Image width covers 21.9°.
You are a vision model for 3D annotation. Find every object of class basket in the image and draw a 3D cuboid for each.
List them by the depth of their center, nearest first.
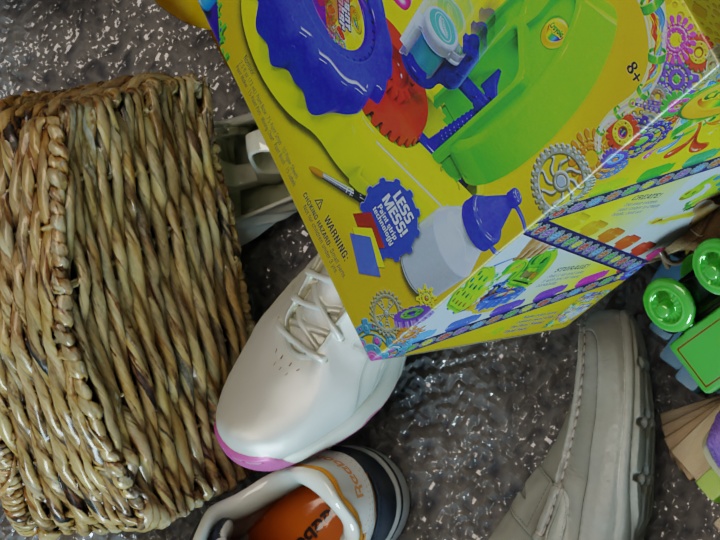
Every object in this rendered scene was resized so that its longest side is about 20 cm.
[{"bbox_3d":[-0.147,0.019,0.860,0.148,0.143,0.201,-4,103,31],"label":"basket"}]

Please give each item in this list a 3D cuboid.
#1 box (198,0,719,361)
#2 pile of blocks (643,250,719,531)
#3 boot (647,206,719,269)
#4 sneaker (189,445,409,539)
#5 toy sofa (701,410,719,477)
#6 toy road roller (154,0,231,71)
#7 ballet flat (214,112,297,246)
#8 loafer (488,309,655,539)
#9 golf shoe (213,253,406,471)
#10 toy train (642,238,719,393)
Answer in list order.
[{"bbox_3d":[0.057,-0.104,0.704,0.193,0.122,0.201,-42,66,39],"label":"box"},{"bbox_3d":[0.157,0.040,0.798,0.082,0.062,0.201,-22,71,19],"label":"pile of blocks"},{"bbox_3d":[0.139,-0.025,0.766,0.200,0.073,0.076,37,106,34],"label":"boot"},{"bbox_3d":[-0.061,0.162,0.865,0.078,0.079,0.200,38,98,22],"label":"sneaker"},{"bbox_3d":[0.221,0.118,0.706,0.097,0.083,0.201,-23,79,-12],"label":"toy sofa"},{"bbox_3d":[-0.019,-0.180,0.907,0.199,0.146,0.123,-19,67,-19],"label":"toy road roller"},{"bbox_3d":[-0.054,-0.052,0.911,0.199,0.069,0.070,-17,73,21],"label":"ballet flat"},{"bbox_3d":[0.090,0.115,0.810,0.069,0.070,0.201,5,82,17],"label":"loafer"},{"bbox_3d":[0.000,0.000,0.835,0.075,0.092,0.200,34,76,31],"label":"golf shoe"},{"bbox_3d":[0.176,-0.017,0.659,0.057,0.042,0.200,54,137,7],"label":"toy train"}]
